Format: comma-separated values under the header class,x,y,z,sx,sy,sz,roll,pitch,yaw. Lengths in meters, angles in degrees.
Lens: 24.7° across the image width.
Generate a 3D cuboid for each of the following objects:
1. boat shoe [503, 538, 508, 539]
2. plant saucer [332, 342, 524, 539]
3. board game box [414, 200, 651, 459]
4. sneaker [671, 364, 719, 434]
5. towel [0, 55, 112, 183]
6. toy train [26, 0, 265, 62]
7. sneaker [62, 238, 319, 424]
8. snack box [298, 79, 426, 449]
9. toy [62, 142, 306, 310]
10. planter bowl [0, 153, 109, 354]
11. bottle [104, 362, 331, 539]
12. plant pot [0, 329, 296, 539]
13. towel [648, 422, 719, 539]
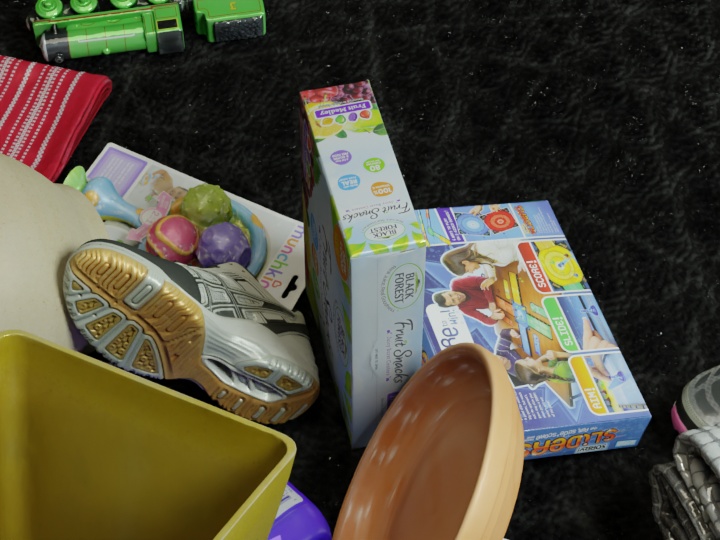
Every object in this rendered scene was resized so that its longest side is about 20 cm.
class,x,y,z,sx,sy,sz,roll,pitch,yaw
boat shoe,0.117,0.220,0.966,0.199,0.071,0.064,25,54,18
plant saucer,0.039,0.140,0.970,0.037,0.200,0.201,25,50,-15
board game box,0.097,0.037,1.118,0.134,0.035,0.201,-4,49,-19
sneaker,0.300,0.067,1.073,0.198,0.088,0.074,-9,51,-6
towel,-0.308,-0.121,1.287,0.198,0.023,0.145,13,52,12
toy train,-0.171,-0.203,1.340,0.198,0.042,0.057,-9,62,-6
sneaker,-0.112,0.026,1.081,0.075,0.200,0.088,-35,39,28
snack box,0.000,0.000,1.064,0.053,0.201,0.143,-12,51,-9
toy,-0.130,-0.031,1.191,0.199,0.047,0.115,20,56,18
planter bowl,-0.246,0.009,1.089,0.134,0.201,0.200,-9,45,-41
bottle,-0.109,0.134,1.045,0.200,0.066,0.083,37,62,28
plant pot,-0.173,0.181,0.917,0.199,0.178,0.200,20,34,16
towel,0.279,0.181,0.966,0.164,0.086,0.201,-3,52,-27
